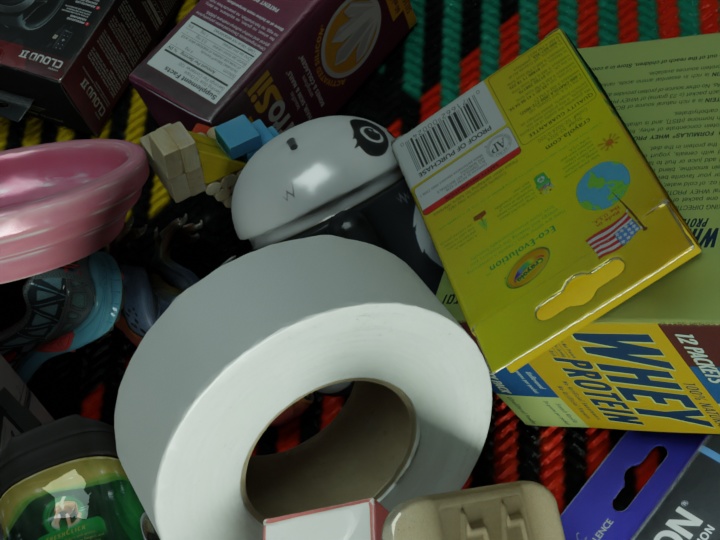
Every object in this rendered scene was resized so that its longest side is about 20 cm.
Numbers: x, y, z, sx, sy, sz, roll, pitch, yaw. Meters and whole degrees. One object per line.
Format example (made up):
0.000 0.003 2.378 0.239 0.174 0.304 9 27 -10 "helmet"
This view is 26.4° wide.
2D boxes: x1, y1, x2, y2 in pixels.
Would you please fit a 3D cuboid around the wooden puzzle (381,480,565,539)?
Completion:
0.067 0.206 0.794 0.046 0.200 0.186 -17 79 24 "wooden puzzle"

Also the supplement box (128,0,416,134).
-0.060 -0.164 1.128 0.086 0.110 0.200 31 72 30 "supplement box"

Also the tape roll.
-0.030 0.084 0.845 0.202 0.203 0.071 -34 43 -6 "tape roll"

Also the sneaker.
-0.259 0.037 1.047 0.200 0.095 0.079 -36 58 24 "sneaker"

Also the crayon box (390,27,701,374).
0.103 -0.032 0.857 0.127 0.051 0.200 -33 42 13 "crayon box"

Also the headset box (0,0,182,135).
-0.243 -0.206 1.228 0.149 0.077 0.200 17 66 25 "headset box"

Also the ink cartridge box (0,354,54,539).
-0.264 0.125 0.960 0.084 0.200 0.146 -2 59 12 "ink cartridge box"

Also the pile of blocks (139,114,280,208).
-0.071 -0.077 1.040 0.082 0.200 0.062 -49 55 15 "pile of blocks"

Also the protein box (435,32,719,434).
0.180 -0.020 0.927 0.198 0.135 0.200 -1 57 37 "protein box"

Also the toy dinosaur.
-0.112 0.046 1.061 0.200 0.105 0.182 -40 61 32 "toy dinosaur"

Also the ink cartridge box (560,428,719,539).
0.221 0.153 0.897 0.200 0.043 0.198 31 72 31 "ink cartridge box"

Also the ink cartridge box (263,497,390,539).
0.020 0.214 0.819 0.067 0.200 0.117 -14 57 18 "ink cartridge box"

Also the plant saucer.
-0.229 -0.034 0.968 0.200 0.051 0.201 -9 17 3 "plant saucer"

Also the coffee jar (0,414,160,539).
-0.146 0.184 0.858 0.085 0.104 0.200 -20 55 0 "coffee jar"

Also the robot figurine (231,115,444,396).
0.002 -0.001 0.974 0.125 0.200 0.150 -33 10 -41 "robot figurine"
